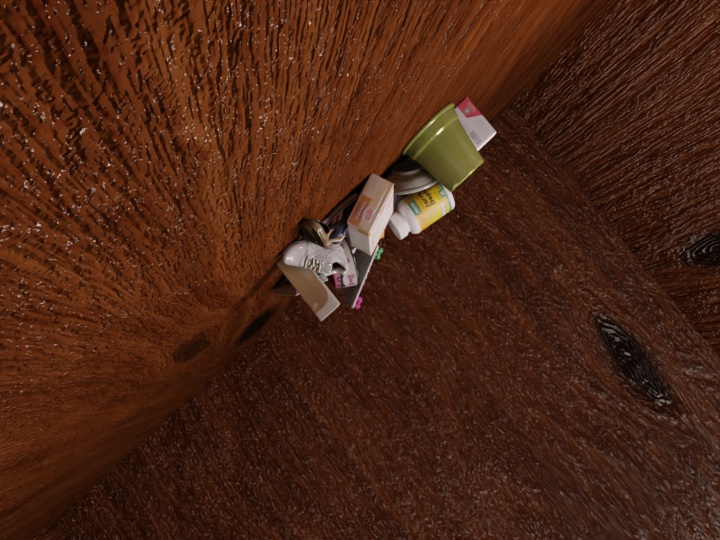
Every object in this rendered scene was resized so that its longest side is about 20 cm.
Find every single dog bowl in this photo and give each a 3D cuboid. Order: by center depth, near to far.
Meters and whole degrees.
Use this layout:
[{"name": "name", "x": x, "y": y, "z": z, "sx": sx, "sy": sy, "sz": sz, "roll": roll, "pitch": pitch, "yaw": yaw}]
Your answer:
[{"name": "dog bowl", "x": -0.075, "y": -0.038, "z": 1.708, "sx": 0.072, "sy": 0.205, "sz": 0.200, "roll": -21, "pitch": 175, "yaw": -11}]

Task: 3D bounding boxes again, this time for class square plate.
[{"name": "square plate", "x": -0.193, "y": 0.033, "z": 2.004, "sx": 0.197, "sy": 0.029, "sz": 0.196, "roll": -27, "pitch": -165, "yaw": -29}]

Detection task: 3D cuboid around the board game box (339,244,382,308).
[{"name": "board game box", "x": 0.000, "y": 0.000, "z": 1.787, "sx": 0.204, "sy": 0.025, "sz": 0.200, "roll": -67, "pitch": -163, "yaw": 8}]

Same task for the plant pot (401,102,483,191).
[{"name": "plant pot", "x": 0.250, "y": -0.339, "z": 1.643, "sx": 0.200, "sy": 0.185, "sz": 0.200, "roll": -41, "pitch": 178, "yaw": -1}]

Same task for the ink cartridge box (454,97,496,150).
[{"name": "ink cartridge box", "x": 0.299, "y": -0.410, "z": 1.784, "sx": 0.199, "sy": 0.146, "sz": 0.083, "roll": -41, "pitch": 180, "yaw": 4}]

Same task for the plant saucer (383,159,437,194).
[{"name": "plant saucer", "x": 0.151, "y": -0.297, "z": 1.749, "sx": 0.195, "sy": 0.051, "sz": 0.202, "roll": -13, "pitch": -151, "yaw": 7}]

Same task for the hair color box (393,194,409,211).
[{"name": "hair color box", "x": 0.144, "y": -0.201, "z": 1.851, "sx": 0.197, "sy": 0.061, "sz": 0.101, "roll": 7, "pitch": 124, "yaw": -50}]

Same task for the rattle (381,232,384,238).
[{"name": "rattle", "x": -0.002, "y": -0.139, "z": 1.739, "sx": 0.127, "sy": 0.146, "sz": 0.200, "roll": -23, "pitch": -173, "yaw": 4}]

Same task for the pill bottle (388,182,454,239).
[{"name": "pill bottle", "x": 0.180, "y": -0.185, "z": 1.746, "sx": 0.198, "sy": 0.114, "sz": 0.113, "roll": -34, "pitch": 178, "yaw": -6}]

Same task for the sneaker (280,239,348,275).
[{"name": "sneaker", "x": -0.114, "y": -0.030, "z": 1.489, "sx": 0.196, "sy": 0.081, "sz": 0.071, "roll": 1, "pitch": 131, "yaw": -34}]

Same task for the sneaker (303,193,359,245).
[{"name": "sneaker", "x": -0.062, "y": -0.123, "z": 1.582, "sx": 0.200, "sy": 0.080, "sz": 0.078, "roll": -44, "pitch": 178, "yaw": -9}]

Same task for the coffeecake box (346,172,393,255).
[{"name": "coffeecake box", "x": 0.031, "y": -0.153, "z": 1.604, "sx": 0.156, "sy": 0.072, "sz": 0.200, "roll": -63, "pitch": 171, "yaw": -13}]

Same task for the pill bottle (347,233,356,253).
[{"name": "pill bottle", "x": -0.028, "y": -0.121, "z": 1.959, "sx": 0.112, "sy": 0.113, "sz": 0.200, "roll": -42, "pitch": 179, "yaw": 20}]

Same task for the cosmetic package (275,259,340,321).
[{"name": "cosmetic package", "x": -0.144, "y": 0.038, "z": 1.588, "sx": 0.071, "sy": 0.201, "sz": 0.105, "roll": -39, "pitch": 178, "yaw": -1}]

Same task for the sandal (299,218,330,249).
[{"name": "sandal", "x": -0.105, "y": -0.098, "z": 1.386, "sx": 0.055, "sy": 0.079, "sz": 0.200, "roll": -62, "pitch": 178, "yaw": -10}]
